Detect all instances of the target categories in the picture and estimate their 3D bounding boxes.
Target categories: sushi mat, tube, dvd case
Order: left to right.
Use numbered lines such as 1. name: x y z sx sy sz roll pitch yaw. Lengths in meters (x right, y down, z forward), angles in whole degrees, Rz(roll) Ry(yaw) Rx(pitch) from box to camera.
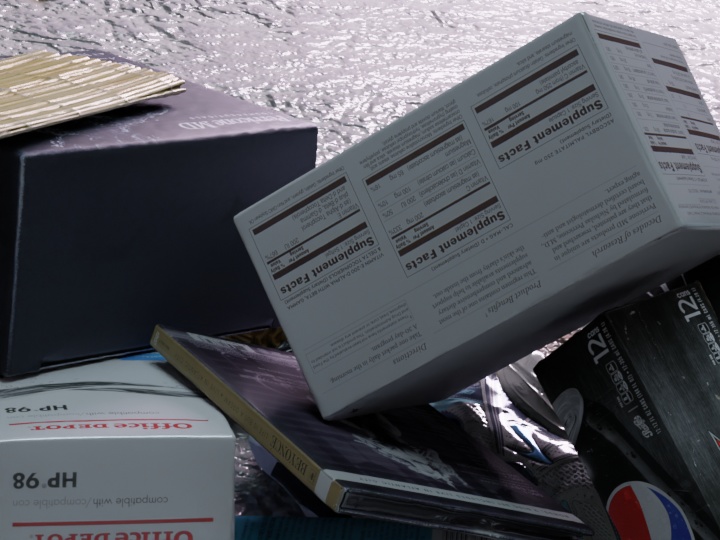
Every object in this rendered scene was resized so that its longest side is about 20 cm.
1. sushi mat: -0.178 -0.085 1.120 0.095 0.012 0.200 12 18 26
2. tube: -0.012 0.142 1.087 0.198 0.051 0.077 4 11 4
3. dvd case: 0.002 0.080 1.088 0.148 0.016 0.200 14 12 -34

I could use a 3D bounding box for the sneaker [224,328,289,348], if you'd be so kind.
1. sneaker: 0.000 0.000 1.339 0.199 0.075 0.090 -4 33 -24

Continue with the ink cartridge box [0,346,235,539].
1. ink cartridge box: -0.124 0.092 1.081 0.115 0.067 0.200 0 14 -14

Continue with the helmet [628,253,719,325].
1. helmet: 0.220 0.042 1.202 0.198 0.201 0.191 3 43 -8

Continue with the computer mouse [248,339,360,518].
1. computer mouse: -0.016 0.088 1.192 0.109 0.044 0.200 -10 31 -34

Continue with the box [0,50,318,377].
1. box: -0.161 -0.039 1.202 0.196 0.118 0.199 -9 23 -43

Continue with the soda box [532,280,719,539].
1. soda box: 0.163 0.111 1.047 0.070 0.063 0.201 -16 72 -39

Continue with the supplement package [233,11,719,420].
1. supplement package: 0.071 -0.023 1.093 0.199 0.112 0.156 -29 -11 22

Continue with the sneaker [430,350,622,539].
1. sneaker: 0.090 0.116 1.152 0.086 0.078 0.200 -19 28 -16
